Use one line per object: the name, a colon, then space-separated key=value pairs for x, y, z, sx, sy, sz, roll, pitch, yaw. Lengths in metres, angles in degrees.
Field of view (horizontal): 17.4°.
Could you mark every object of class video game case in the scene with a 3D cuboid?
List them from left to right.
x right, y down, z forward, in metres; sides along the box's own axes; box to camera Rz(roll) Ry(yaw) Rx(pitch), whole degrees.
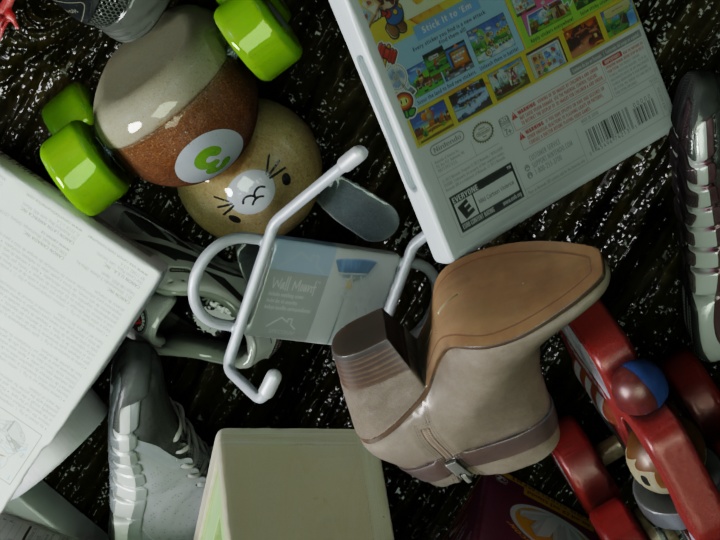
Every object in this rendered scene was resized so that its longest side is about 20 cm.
video game case: x=0.089 y=-0.129 z=1.412 sx=0.200 sy=0.023 sz=0.183 roll=-30 pitch=105 yaw=-30

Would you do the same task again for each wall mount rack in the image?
wall mount rack: x=0.000 y=0.000 z=1.447 sx=0.199 sy=0.075 sz=0.174 roll=7 pitch=109 yaw=-39

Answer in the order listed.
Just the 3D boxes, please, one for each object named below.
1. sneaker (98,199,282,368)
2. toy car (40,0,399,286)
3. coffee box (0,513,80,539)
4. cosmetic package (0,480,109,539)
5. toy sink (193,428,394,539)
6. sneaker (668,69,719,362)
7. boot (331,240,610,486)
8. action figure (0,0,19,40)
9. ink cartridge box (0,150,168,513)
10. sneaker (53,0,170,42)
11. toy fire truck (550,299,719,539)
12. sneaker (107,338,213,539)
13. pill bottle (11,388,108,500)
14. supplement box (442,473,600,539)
sneaker: x=-0.144 y=0.009 z=1.514 sx=0.199 sy=0.089 sz=0.074 roll=19 pitch=109 yaw=2
toy car: x=-0.074 y=-0.063 z=1.461 sx=0.164 sy=0.158 sz=0.200 roll=-37 pitch=111 yaw=8
coffee box: x=-0.220 y=0.234 z=1.540 sx=0.199 sy=0.080 sz=0.115 roll=19 pitch=108 yaw=0
cosmetic package: x=-0.259 y=0.209 z=1.605 sx=0.200 sy=0.052 sz=0.151 roll=41 pitch=105 yaw=-7
toy sink: x=-0.043 y=0.215 z=1.452 sx=0.112 sy=0.201 sz=0.131 roll=1 pitch=140 yaw=-13
sneaker: x=0.255 y=-0.040 z=1.459 sx=0.115 sy=0.076 sz=0.201 roll=-7 pitch=123 yaw=1
boot: x=0.083 y=0.062 z=1.403 sx=0.199 sy=0.070 sz=0.146 roll=-17 pitch=136 yaw=25
action figure: x=-0.256 y=-0.218 z=1.466 sx=0.200 sy=0.065 sz=0.099 roll=33 pitch=91 yaw=-3
ink cartridge box: x=-0.238 y=0.036 z=1.449 sx=0.161 sy=0.050 sz=0.200 roll=34 pitch=96 yaw=-1
sneaker: x=-0.139 y=-0.246 z=1.412 sx=0.114 sy=0.076 sz=0.200 roll=24 pitch=98 yaw=-42
toy fire truck: x=0.171 y=0.094 z=1.437 sx=0.112 sy=0.200 sz=0.168 roll=-30 pitch=129 yaw=1
sneaker: x=-0.107 y=0.115 z=1.532 sx=0.115 sy=0.075 sz=0.200 roll=1 pitch=140 yaw=-5
pill bottle: x=-0.262 y=0.046 z=1.526 sx=0.109 sy=0.110 sz=0.200 roll=-39 pitch=99 yaw=16
supplement box: x=0.102 y=0.215 z=1.485 sx=0.110 sy=0.200 sz=0.086 roll=28 pitch=107 yaw=-2
